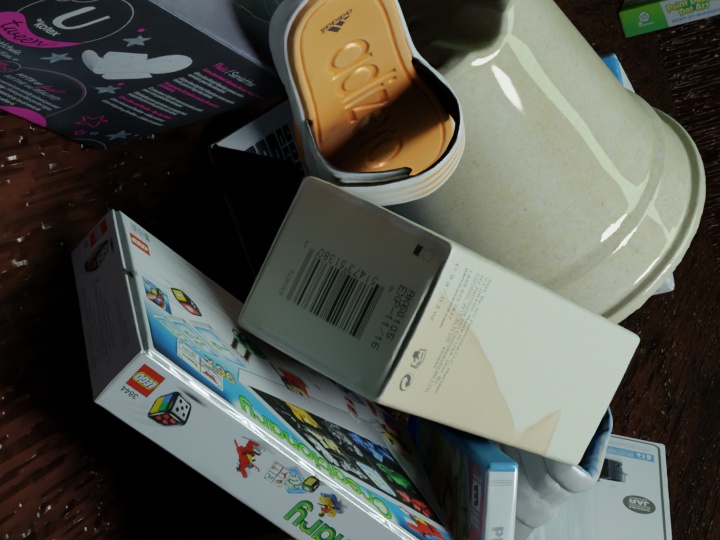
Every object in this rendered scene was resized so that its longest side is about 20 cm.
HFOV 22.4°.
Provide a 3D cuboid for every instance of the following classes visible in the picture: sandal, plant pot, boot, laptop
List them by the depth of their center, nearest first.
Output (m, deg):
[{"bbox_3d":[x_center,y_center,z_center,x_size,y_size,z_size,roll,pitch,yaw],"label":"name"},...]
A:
[{"bbox_3d":[0.008,-0.067,0.840,0.059,0.079,0.207,57,1,23],"label":"sandal"},{"bbox_3d":[0.000,0.000,1.017,0.200,0.116,0.187,-38,115,-51],"label":"laptop"},{"bbox_3d":[0.067,-0.081,1.025,0.184,0.200,0.201,52,29,-38],"label":"plant pot"},{"bbox_3d":[0.106,0.076,1.048,0.074,0.096,0.200,41,31,-21],"label":"boot"}]

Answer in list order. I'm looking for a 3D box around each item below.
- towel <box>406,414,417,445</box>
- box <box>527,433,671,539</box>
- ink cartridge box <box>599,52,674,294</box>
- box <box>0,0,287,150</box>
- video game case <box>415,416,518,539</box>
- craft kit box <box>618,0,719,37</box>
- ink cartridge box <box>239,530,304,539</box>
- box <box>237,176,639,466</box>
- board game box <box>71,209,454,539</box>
[{"bbox_3d":[0.052,0.135,1.118,0.200,0.049,0.148,-75,169,-52],"label":"towel"},{"bbox_3d":[0.125,0.170,1.079,0.200,0.117,0.060,-74,176,-62],"label":"box"},{"bbox_3d":[0.093,-0.042,1.204,0.086,0.200,0.147,36,44,-66],"label":"ink cartridge box"},{"bbox_3d":[-0.119,-0.145,0.783,0.200,0.115,0.132,23,55,-68],"label":"box"},{"bbox_3d":[0.045,0.178,0.897,0.143,0.018,0.200,-150,-118,-77],"label":"video game case"},{"bbox_3d":[0.488,-0.405,2.667,0.198,0.200,0.049,-50,126,-68],"label":"craft kit box"},{"bbox_3d":[-0.024,0.221,0.844,0.176,0.084,0.200,4,73,-72],"label":"ink cartridge box"},{"bbox_3d":[0.044,0.029,0.872,0.200,0.095,0.078,24,92,-53],"label":"box"},{"bbox_3d":[-0.041,0.066,0.817,0.200,0.035,0.126,39,14,-28],"label":"board game box"}]
